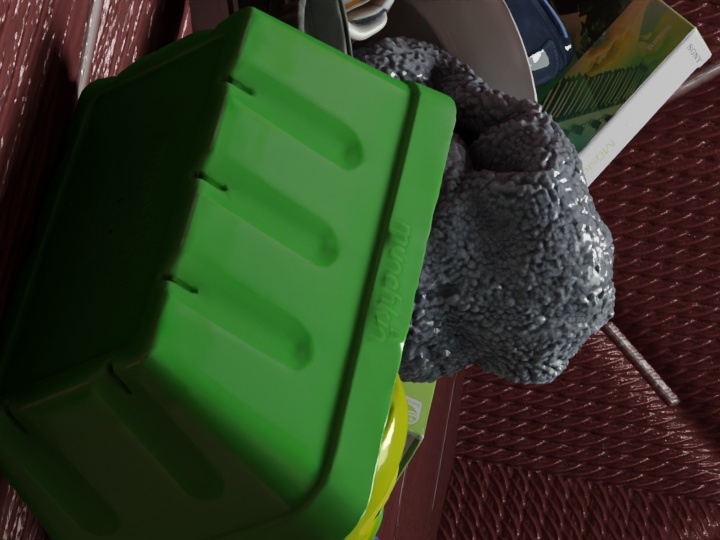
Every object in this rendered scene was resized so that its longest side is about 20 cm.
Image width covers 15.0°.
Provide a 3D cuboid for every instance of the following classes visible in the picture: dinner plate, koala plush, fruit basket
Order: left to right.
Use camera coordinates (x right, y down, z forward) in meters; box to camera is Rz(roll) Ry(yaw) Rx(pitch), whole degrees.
[{"bbox_3d":[-0.030,0.038,0.992,0.215,0.155,0.217,25,55,-42],"label":"fruit basket"},{"bbox_3d":[0.000,0.000,1.316,0.199,0.183,0.179,-16,117,-35],"label":"koala plush"},{"bbox_3d":[0.021,-0.088,1.444,0.024,0.200,0.201,-19,128,-37],"label":"dinner plate"}]

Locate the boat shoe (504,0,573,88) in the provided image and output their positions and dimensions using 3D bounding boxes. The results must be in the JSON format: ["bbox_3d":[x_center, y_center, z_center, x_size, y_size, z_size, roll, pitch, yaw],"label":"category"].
[{"bbox_3d":[0.041,-0.171,1.461,0.201,0.068,0.084,61,-38,15],"label":"boat shoe"}]

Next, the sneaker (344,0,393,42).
[{"bbox_3d":[-0.016,-0.154,1.367,0.200,0.079,0.079,-64,162,-77],"label":"sneaker"}]

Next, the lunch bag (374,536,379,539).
[{"bbox_3d":[-0.046,0.218,1.192,0.160,0.075,0.201,-56,155,-61],"label":"lunch bag"}]

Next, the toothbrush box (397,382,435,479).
[{"bbox_3d":[-0.009,0.048,1.556,0.146,0.086,0.201,119,-12,-45],"label":"toothbrush box"}]

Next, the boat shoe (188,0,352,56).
[{"bbox_3d":[-0.023,-0.066,1.132,0.072,0.071,0.201,43,27,-57],"label":"boat shoe"}]

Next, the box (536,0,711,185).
[{"bbox_3d":[0.072,-0.126,1.486,0.144,0.200,0.036,-47,150,0],"label":"box"}]
